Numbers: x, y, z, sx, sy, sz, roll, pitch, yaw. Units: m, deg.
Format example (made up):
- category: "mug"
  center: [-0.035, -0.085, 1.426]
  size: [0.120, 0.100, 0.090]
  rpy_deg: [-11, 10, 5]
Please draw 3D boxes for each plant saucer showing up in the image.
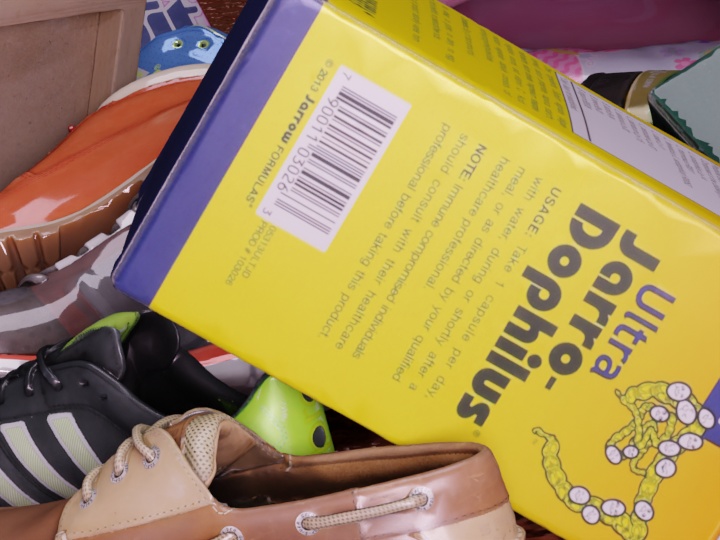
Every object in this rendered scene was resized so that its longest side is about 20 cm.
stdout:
- category: "plant saucer"
  center: [0.112, -0.117, 1.346]
  size: [0.200, 0.051, 0.201]
  rpy_deg: [2, -22, 1]

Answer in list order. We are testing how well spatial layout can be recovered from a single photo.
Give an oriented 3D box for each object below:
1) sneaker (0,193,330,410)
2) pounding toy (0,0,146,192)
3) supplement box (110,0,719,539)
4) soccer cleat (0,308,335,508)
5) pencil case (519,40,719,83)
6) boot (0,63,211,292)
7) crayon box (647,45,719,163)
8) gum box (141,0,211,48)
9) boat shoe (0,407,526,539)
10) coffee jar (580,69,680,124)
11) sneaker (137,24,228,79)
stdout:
- category: "sneaker"
  center: [-0.084, 0.013, 1.025]
  size: [0.199, 0.082, 0.077]
  rpy_deg: [-3, -20, -23]
- category: "pounding toy"
  center: [-0.186, -0.051, 1.173]
  size: [0.142, 0.185, 0.200]
  rpy_deg: [24, 25, 34]
- category: "supplement box"
  center: [0.037, -0.006, 0.878]
  size: [0.200, 0.110, 0.109]
  rpy_deg: [29, 14, -7]
- category: "soccer cleat"
  center: [-0.094, 0.051, 0.929]
  size: [0.199, 0.081, 0.067]
  rpy_deg: [4, 17, 28]
- category: "pencil case"
  center: [0.145, -0.067, 1.291]
  size: [0.199, 0.083, 0.091]
  rpy_deg: [-2, 18, 11]
- category: "boot"
  center: [-0.111, -0.014, 1.099]
  size: [0.199, 0.075, 0.107]
  rpy_deg: [-26, 31, -3]
- category: "crayon box"
  center: [0.207, -0.066, 1.054]
  size: [0.200, 0.127, 0.051]
  rpy_deg: [-32, 55, -8]
- category: "gum box"
  center: [-0.164, -0.100, 1.421]
  size: [0.199, 0.114, 0.066]
  rpy_deg: [-13, -27, -30]
- category: "boat shoe"
  center: [-0.046, 0.076, 0.838]
  size: [0.199, 0.074, 0.076]
  rpy_deg: [0, 15, 14]
- category: "coffee jar"
  center: [0.178, -0.042, 1.186]
  size: [0.199, 0.086, 0.104]
  rpy_deg: [-1, 15, 14]
- category: "sneaker"
  center: [-0.052, -0.067, 1.227]
  size: [0.199, 0.105, 0.076]
  rpy_deg: [-10, -21, 36]
